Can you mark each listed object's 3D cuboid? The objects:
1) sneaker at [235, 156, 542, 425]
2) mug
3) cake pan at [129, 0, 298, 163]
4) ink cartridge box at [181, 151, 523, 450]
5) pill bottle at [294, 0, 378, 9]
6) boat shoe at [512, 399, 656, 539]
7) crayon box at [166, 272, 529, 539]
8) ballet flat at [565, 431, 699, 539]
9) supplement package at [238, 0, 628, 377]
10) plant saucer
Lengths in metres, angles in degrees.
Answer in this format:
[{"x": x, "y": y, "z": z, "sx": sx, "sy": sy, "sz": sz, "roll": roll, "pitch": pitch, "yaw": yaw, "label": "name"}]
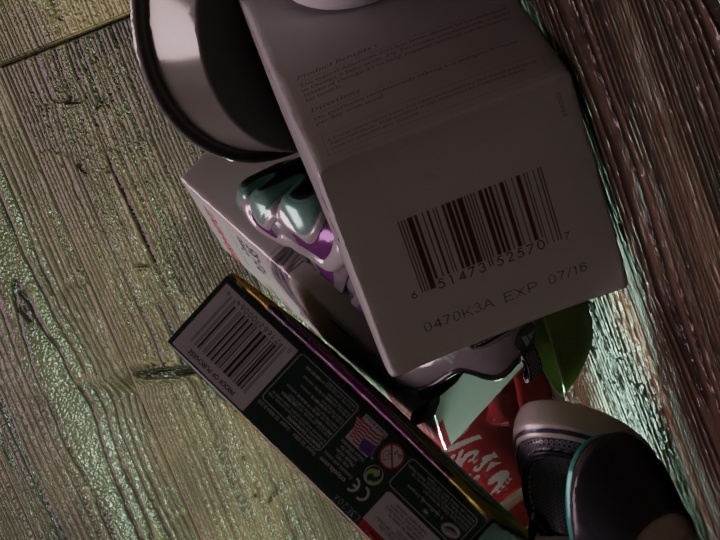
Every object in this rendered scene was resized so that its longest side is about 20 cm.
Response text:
[{"x": 0.015, "y": 0.016, "z": 1.039, "sx": 0.200, "sy": 0.078, "sz": 0.140, "roll": 16, "pitch": 125, "yaw": 46, "label": "sneaker"}, {"x": 0.111, "y": 0.167, "z": 1.482, "sx": 0.200, "sy": 0.133, "sz": 0.178, "roll": -130, "pitch": 16, "yaw": -77, "label": "mug"}, {"x": -0.031, "y": -0.150, "z": 1.010, "sx": 0.037, "sy": 0.200, "sz": 0.200, "roll": 20, "pitch": 144, "yaw": 41, "label": "cake pan"}, {"x": 0.000, "y": 0.000, "z": 1.162, "sx": 0.200, "sy": 0.083, "sz": 0.147, "roll": 41, "pitch": 172, "yaw": 17, "label": "ink cartridge box"}, {"x": -0.027, "y": -0.216, "z": 0.849, "sx": 0.111, "sy": 0.111, "sz": 0.200, "roll": -112, "pitch": 1, "yaw": -46, "label": "pill bottle"}, {"x": 0.122, "y": 0.152, "z": 1.034, "sx": 0.200, "sy": 0.075, "sz": 0.093, "roll": 57, "pitch": -138, "yaw": -50, "label": "boat shoe"}, {"x": 0.004, "y": 0.103, "z": 1.089, "sx": 0.200, "sy": 0.058, "sz": 0.173, "roll": 42, "pitch": 179, "yaw": 22, "label": "crayon box"}, {"x": 0.154, "y": 0.169, "z": 0.986, "sx": 0.073, "sy": 0.073, "sz": 0.200, "roll": -113, "pitch": 7, "yaw": -57, "label": "ballet flat"}, {"x": 0.029, "y": -0.065, "z": 0.904, "sx": 0.200, "sy": 0.117, "sz": 0.117, "roll": -112, "pitch": 1, "yaw": -57, "label": "supplement package"}, {"x": 0.089, "y": -0.027, "z": 1.103, "sx": 0.200, "sy": 0.031, "sz": 0.200, "roll": 157, "pitch": 90, "yaw": -89, "label": "plant saucer"}]
